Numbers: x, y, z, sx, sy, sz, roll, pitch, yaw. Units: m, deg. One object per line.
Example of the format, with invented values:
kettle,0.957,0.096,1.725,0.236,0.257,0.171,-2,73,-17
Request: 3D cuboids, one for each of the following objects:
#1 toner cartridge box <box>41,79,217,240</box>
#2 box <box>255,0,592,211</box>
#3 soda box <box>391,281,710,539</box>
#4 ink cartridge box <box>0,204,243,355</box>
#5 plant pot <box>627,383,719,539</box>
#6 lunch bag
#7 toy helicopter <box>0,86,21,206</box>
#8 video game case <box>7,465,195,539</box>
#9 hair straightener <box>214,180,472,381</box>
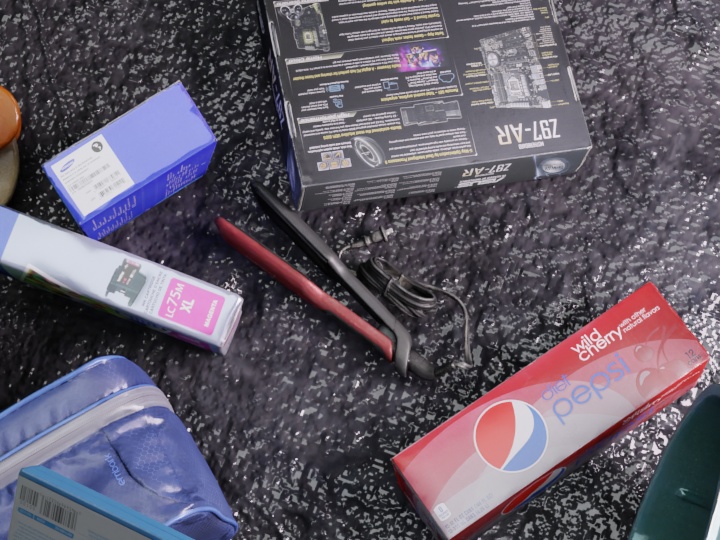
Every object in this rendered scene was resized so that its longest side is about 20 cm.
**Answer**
toner cartridge box,-0.144,-0.063,0.978,0.095,0.200,0.043,-31,92,-8
box,0.040,-0.133,1.056,0.200,0.044,0.160,-9,71,-10
soda box,0.118,0.094,0.978,0.200,0.070,0.063,-34,71,-8
ink cartridge box,-0.172,0.001,0.981,0.200,0.119,0.042,23,83,-2
plant pot,0.260,0.190,0.883,0.196,0.200,0.200,19,73,1
lunch bag,-0.192,0.146,0.944,0.200,0.136,0.132,-31,72,-6
toy helicopter,-0.329,-0.083,1.041,0.200,0.079,0.132,20,88,-12
video game case,-0.142,0.220,0.817,0.143,0.018,0.200,18,102,32
hair straightener,0.000,0.000,1.030,0.200,0.041,0.077,36,76,20
